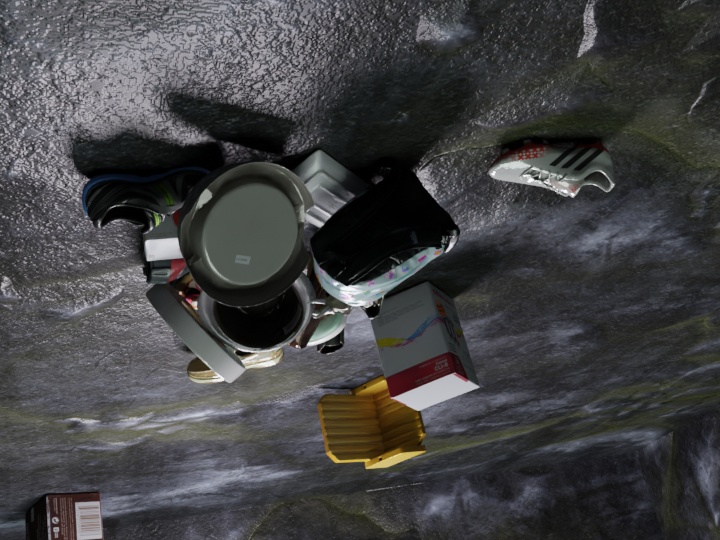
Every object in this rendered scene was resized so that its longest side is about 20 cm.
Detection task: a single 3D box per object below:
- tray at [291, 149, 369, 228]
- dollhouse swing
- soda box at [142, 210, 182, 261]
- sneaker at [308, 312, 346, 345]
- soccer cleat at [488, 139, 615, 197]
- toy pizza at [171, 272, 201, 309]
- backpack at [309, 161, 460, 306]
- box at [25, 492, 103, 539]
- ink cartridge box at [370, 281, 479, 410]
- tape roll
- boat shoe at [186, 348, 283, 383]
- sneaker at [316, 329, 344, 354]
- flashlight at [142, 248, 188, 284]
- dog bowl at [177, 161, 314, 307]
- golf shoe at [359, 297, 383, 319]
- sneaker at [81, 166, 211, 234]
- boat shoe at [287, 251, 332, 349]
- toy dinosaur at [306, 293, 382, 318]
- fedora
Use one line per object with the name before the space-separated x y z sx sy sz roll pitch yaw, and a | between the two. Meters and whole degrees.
tray | -0.043 -0.104 1.271 0.107 0.022 0.200 -38 147 16
dollhouse swing | 0.026 0.362 2.067 0.181 0.201 0.175 -30 149 32
soda box | -0.216 -0.065 1.242 0.199 0.069 0.064 -6 154 -14
sneaker | -0.130 0.077 1.461 0.199 0.074 0.118 -4 155 13
soccer cleat | 0.293 -0.149 1.287 0.199 0.086 0.069 -5 154 -15
toy pizza | -0.228 0.032 1.476 0.199 0.032 0.200 -10 154 -5
backpack | 0.025 -0.039 1.237 0.200 0.167 0.127 -35 155 -12
box | -0.875 0.766 2.510 0.163 0.167 0.200 8 147 -38
ink cartridge box | 0.124 0.150 1.687 0.144 0.201 0.145 -25 153 19
tape roll | -0.266 0.098 1.378 0.037 0.203 0.203 -42 154 -7
boat shoe | -0.257 0.166 1.711 0.199 0.072 0.076 -17 141 -7
sneaker | -0.051 0.074 1.555 0.074 0.107 0.200 -8 154 -9
flashlight | -0.240 -0.011 1.347 0.199 0.068 0.068 1 177 -29
dog bowl | -0.157 -0.054 1.155 0.199 0.059 0.201 -13 115 -29
golf shoe | 0.014 0.013 1.482 0.072 0.093 0.200 -13 153 3
sneaker | -0.271 -0.090 1.149 0.198 0.083 0.071 -8 153 -18
boat shoe | -0.065 0.041 1.394 0.070 0.201 0.070 22 -168 12
toy dinosaur | 0.000 0.000 1.330 0.077 0.201 0.102 23 173 19
fedora | -0.164 0.033 1.317 0.176 0.091 0.200 -30 132 7
